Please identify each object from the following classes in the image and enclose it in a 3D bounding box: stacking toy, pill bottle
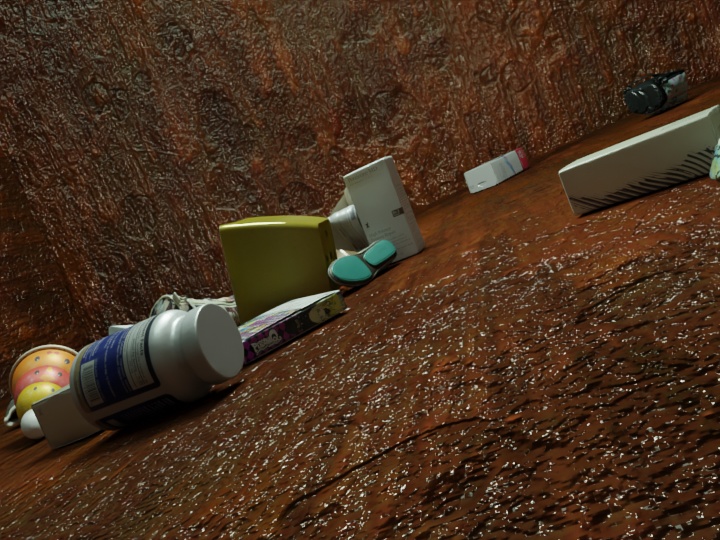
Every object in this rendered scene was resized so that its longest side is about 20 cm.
[{"bbox_3d":[-0.553,0.233,1.167,0.144,0.148,0.200,-24,23,-10],"label":"stacking toy"},{"bbox_3d":[-0.251,0.118,0.824,0.197,0.118,0.116,-21,6,20],"label":"pill bottle"}]

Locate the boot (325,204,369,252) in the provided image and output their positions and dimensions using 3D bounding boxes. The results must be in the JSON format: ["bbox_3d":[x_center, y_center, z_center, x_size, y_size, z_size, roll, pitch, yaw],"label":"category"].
[{"bbox_3d":[-0.017,-0.072,1.443,0.094,0.075,0.200,-16,-33,17],"label":"boot"}]

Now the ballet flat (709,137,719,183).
[{"bbox_3d":[0.436,-0.156,0.730,0.198,0.075,0.074,-28,7,-34],"label":"ballet flat"}]

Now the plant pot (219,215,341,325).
[{"bbox_3d":[-0.137,-0.011,1.262,0.173,0.204,0.200,-11,7,8],"label":"plant pot"}]

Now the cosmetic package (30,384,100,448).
[{"bbox_3d":[-0.377,0.181,0.999,0.104,0.072,0.200,-22,5,22],"label":"cosmetic package"}]

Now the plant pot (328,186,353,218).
[{"bbox_3d":[-0.010,-0.104,1.677,0.173,0.201,0.200,-38,0,21],"label":"plant pot"}]

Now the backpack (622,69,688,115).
[{"bbox_3d":[1.018,-0.604,2.251,0.198,0.129,0.166,-25,17,-25],"label":"backpack"}]

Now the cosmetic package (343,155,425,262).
[{"bbox_3d":[0.050,-0.121,1.360,0.100,0.203,0.074,-21,7,20],"label":"cosmetic package"}]

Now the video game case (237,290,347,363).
[{"bbox_3d":[-0.138,0.090,1.029,0.179,0.036,0.199,-27,6,-29],"label":"video game case"}]

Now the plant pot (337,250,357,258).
[{"bbox_3d":[-0.099,-0.026,1.477,0.094,0.198,0.201,-64,-7,16],"label":"plant pot"}]

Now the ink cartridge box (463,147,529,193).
[{"bbox_3d":[0.502,-0.369,2.444,0.198,0.087,0.147,-26,6,-36],"label":"ink cartridge box"}]

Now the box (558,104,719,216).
[{"bbox_3d":[0.368,-0.139,0.860,0.198,0.069,0.082,-20,6,44],"label":"box"}]

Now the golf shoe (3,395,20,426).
[{"bbox_3d":[-0.695,0.288,1.468,0.197,0.078,0.089,-25,25,11],"label":"golf shoe"}]

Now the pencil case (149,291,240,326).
[{"bbox_3d":[-0.288,0.085,1.226,0.089,0.079,0.199,-42,-22,24],"label":"pencil case"}]

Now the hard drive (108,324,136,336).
[{"bbox_3d":[-0.372,0.122,1.306,0.130,0.027,0.198,2,-1,35],"label":"hard drive"}]

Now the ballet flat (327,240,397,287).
[{"bbox_3d":[0.000,0.000,1.253,0.199,0.067,0.064,-29,-20,-49],"label":"ballet flat"}]
